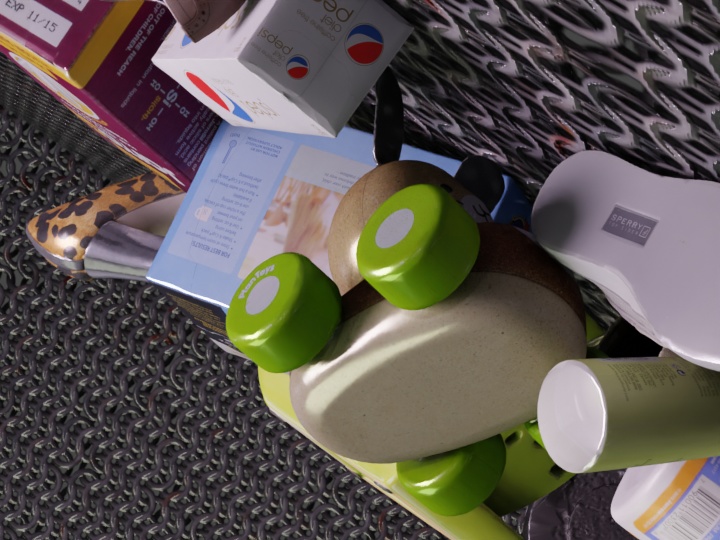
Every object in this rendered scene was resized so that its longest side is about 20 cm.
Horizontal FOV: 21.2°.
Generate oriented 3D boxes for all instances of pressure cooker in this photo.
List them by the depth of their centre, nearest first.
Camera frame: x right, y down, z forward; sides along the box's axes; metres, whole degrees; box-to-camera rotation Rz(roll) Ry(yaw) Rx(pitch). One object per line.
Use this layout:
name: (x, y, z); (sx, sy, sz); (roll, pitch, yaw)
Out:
pressure cooker: (0.242, 0.256, 1.781); (0.177, 0.177, 0.200); (23, 172, 14)

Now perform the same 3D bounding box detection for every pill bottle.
pill bottle: (0.268, 0.167, 1.214); (0.199, 0.112, 0.112); (35, 174, 0)

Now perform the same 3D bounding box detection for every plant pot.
plant pot: (0.058, 0.079, 1.382); (0.199, 0.182, 0.199); (29, 171, 42)

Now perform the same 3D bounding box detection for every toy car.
toy car: (0.041, -0.011, 0.974); (0.157, 0.201, 0.164); (-26, 128, 30)

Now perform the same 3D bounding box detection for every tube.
tube: (0.176, 0.064, 0.907); (0.199, 0.052, 0.058); (-2, -121, -34)

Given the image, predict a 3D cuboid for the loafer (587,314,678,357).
loafer: (0.166, 0.058, 1.147); (0.068, 0.076, 0.200); (38, 165, -15)

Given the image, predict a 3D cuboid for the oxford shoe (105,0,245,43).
oxford shoe: (-0.131, -0.179, 0.934); (0.199, 0.073, 0.071); (33, 175, 28)

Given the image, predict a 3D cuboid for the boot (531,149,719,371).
boot: (0.158, 0.008, 0.835); (0.095, 0.074, 0.200); (32, -175, -29)

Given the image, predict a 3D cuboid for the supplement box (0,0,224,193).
supplement box: (-0.141, -0.139, 1.163); (0.130, 0.104, 0.200); (31, 174, 32)

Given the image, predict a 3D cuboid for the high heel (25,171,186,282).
high heel: (-0.129, -0.063, 1.289); (0.141, 0.201, 0.072); (10, 130, 15)

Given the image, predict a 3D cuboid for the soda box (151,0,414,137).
soda box: (-0.045, -0.114, 0.974); (0.064, 0.068, 0.200); (37, 174, -17)

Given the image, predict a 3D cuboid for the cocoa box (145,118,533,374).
cocoa box: (0.000, 0.000, 1.149); (0.199, 0.134, 0.131); (19, 166, 28)
